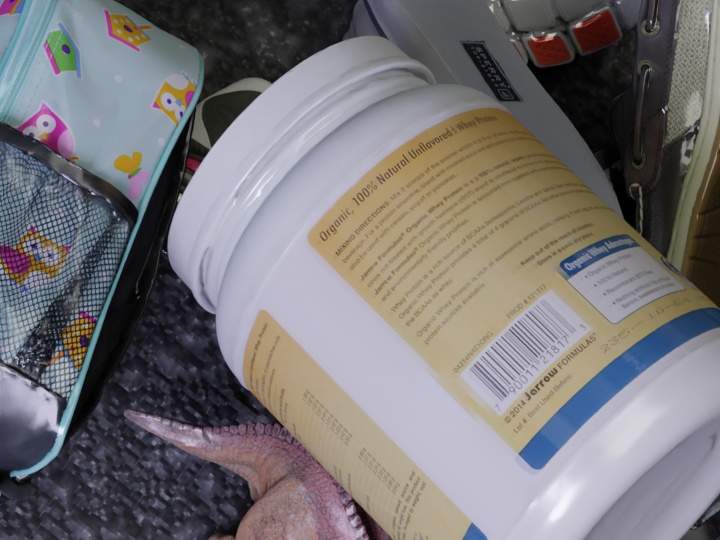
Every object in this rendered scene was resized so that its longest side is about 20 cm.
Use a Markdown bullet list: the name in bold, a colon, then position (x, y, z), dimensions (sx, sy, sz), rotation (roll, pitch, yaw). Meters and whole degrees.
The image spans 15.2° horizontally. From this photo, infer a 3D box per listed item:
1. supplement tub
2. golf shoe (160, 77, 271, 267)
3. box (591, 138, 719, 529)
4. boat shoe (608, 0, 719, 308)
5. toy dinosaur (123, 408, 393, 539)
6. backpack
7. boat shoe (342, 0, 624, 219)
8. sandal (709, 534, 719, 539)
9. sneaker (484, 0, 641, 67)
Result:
- **supplement tub**: position (0.038, 0.023, 0.999), dimensions (0.144, 0.145, 0.200), rotation (-34, 67, -27)
- **golf shoe**: position (0.000, 0.000, 1.133), dimensions (0.200, 0.077, 0.088), rotation (41, 57, -5)
- **box**: position (0.176, -0.008, 1.177), dimensions (0.199, 0.046, 0.159), rotation (-34, 88, -1)
- **boat shoe**: position (0.137, -0.062, 1.128), dimensions (0.073, 0.064, 0.201), rotation (0, 103, -58)
- **toy dinosaur**: position (-0.009, 0.120, 1.055), dimensions (0.086, 0.136, 0.201), rotation (-27, 84, -27)
- **backpack**: position (-0.150, -0.023, 1.023), dimensions (0.153, 0.176, 0.201), rotation (36, 61, -11)
- **boat shoe**: position (0.045, -0.045, 1.137), dimensions (0.072, 0.066, 0.201), rotation (-3, 50, -40)
- **sandal**: position (0.104, 0.157, 1.064), dimensions (0.043, 0.200, 0.076), rotation (54, 33, 11)
- **sneaker**: position (0.107, -0.149, 1.234), dimensions (0.199, 0.082, 0.078), rotation (-19, 108, -6)
